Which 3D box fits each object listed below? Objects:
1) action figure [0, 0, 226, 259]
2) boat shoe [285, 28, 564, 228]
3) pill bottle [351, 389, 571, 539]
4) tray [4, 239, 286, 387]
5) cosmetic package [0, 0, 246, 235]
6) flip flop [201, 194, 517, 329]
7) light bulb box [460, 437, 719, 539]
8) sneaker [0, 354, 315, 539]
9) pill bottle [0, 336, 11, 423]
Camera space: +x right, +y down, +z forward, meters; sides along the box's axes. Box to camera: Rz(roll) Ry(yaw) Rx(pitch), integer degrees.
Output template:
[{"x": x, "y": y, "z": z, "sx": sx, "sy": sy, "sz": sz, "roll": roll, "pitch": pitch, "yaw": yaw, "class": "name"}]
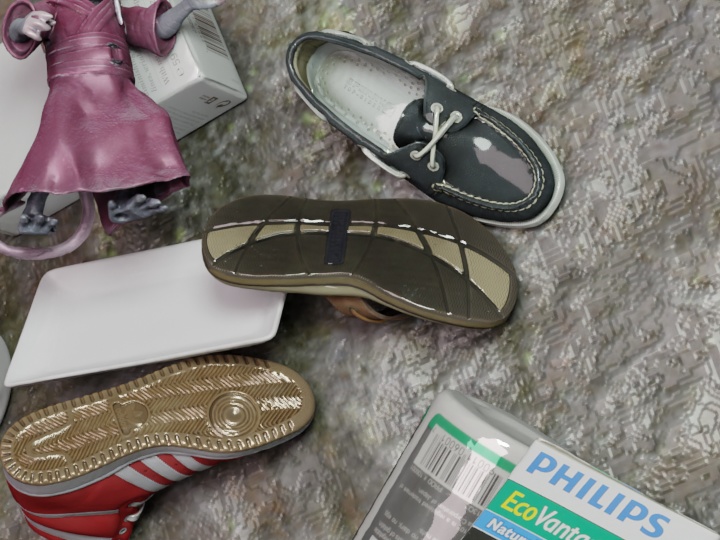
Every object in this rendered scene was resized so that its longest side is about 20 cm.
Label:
[{"x": -0.164, "y": -0.120, "z": 1.770, "sx": 0.149, "sy": 0.134, "sz": 0.200, "roll": 135, "pitch": 134, "yaw": -60, "class": "action figure"}, {"x": 0.035, "y": -0.088, "z": 1.744, "sx": 0.200, "sy": 0.060, "sz": 0.076, "roll": 28, "pitch": 94, "yaw": 28, "class": "boat shoe"}, {"x": 0.047, "y": 0.181, "z": 1.663, "sx": 0.113, "sy": 0.113, "sz": 0.200, "roll": 33, "pitch": 97, "yaw": 27, "class": "pill bottle"}, {"x": -0.129, "y": 0.027, "z": 1.809, "sx": 0.200, "sy": 0.022, "sz": 0.107, "roll": -11, "pitch": 42, "yaw": 24, "class": "tray"}, {"x": -0.185, "y": -0.114, "z": 1.853, "sx": 0.200, "sy": 0.074, "sz": 0.102, "roll": -30, "pitch": 70, "yaw": 18, "class": "cosmetic package"}, {"x": 0.000, "y": 0.000, "z": 1.743, "sx": 0.200, "sy": 0.058, "sz": 0.081, "roll": 6, "pitch": 57, "yaw": 10, "class": "flip flop"}, {"x": 0.102, "y": 0.238, "z": 1.541, "sx": 0.125, "sy": 0.198, "sz": 0.200, "roll": 27, "pitch": 65, "yaw": 27, "class": "light bulb box"}, {"x": -0.127, "y": 0.119, "z": 1.792, "sx": 0.200, "sy": 0.113, "sz": 0.071, "roll": -12, "pitch": 59, "yaw": -8, "class": "sneaker"}, {"x": -0.342, "y": 0.059, "z": 1.879, "sx": 0.200, "sy": 0.111, "sz": 0.111, "roll": 20, "pitch": 90, "yaw": 28, "class": "pill bottle"}]
